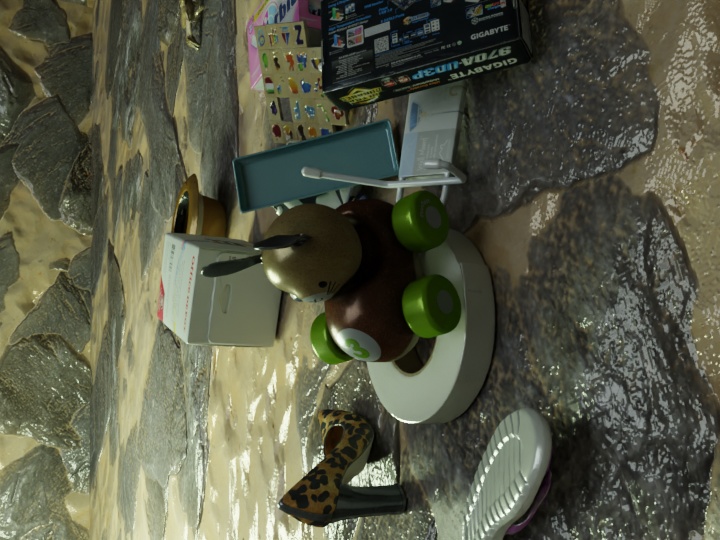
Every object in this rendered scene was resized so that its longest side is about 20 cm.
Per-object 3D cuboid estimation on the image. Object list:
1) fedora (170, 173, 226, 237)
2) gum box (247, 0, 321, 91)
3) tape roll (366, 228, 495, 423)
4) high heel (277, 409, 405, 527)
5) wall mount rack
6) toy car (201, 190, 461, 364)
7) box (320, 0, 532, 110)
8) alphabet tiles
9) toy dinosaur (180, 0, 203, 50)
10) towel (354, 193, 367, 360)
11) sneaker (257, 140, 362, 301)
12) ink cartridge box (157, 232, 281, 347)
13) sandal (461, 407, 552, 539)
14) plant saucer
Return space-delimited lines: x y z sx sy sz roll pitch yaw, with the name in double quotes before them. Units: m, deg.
"fedora" -0.301 -0.078 1.499 0.200 0.081 0.204 144 130 -58
"gum box" -0.100 -0.357 1.172 0.199 0.065 0.115 -30 61 57
"tape roll" 0.065 0.054 0.824 0.202 0.037 0.206 -19 68 60
"high heel" -0.050 0.210 0.907 0.200 0.141 0.072 43 123 56
"wall mount rack" 0.034 -0.151 0.819 0.172 0.074 0.203 1 77 38
"toy car" -0.036 0.003 0.732 0.163 0.198 0.160 -20 71 43
"box" 0.056 -0.253 0.762 0.197 0.046 0.162 -10 71 24
"alphabet tiles" -0.081 -0.254 1.101 0.199 0.007 0.170 17 120 51
"toy dinosaur" -0.376 -0.582 1.748 0.101 0.057 0.203 -44 48 53
"towel" 0.000 0.000 0.922 0.200 0.024 0.147 -121 47 -69
"sneaker" -0.083 -0.071 1.013 0.079 0.128 0.201 -43 -24 -62
"ink cartridge box" -0.224 0.028 1.266 0.199 0.143 0.148 20 103 62
"sandal" 0.130 0.184 0.674 0.204 0.049 0.083 106 168 -46
"plant saucer" -0.053 -0.121 0.949 0.019 0.197 0.071 38 -140 -74
